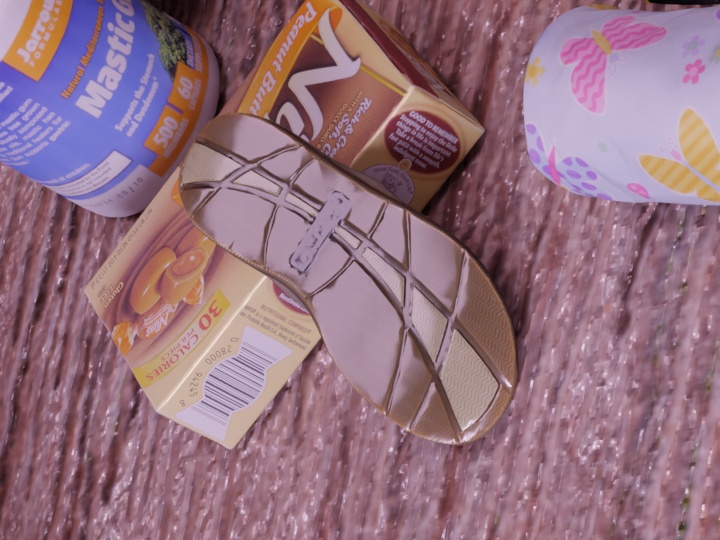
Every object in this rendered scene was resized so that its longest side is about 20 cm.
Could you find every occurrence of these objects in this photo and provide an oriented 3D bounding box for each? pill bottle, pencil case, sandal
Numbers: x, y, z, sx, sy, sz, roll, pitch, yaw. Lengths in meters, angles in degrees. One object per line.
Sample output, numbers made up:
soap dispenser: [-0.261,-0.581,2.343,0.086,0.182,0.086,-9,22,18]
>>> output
pill bottle: [-0.178,-0.116,1.536,0.112,0.200,0.112,-28,48,35]
pencil case: [0.157,-0.072,1.218,0.200,0.083,0.091,1,48,49]
sandal: [0.000,0.000,1.346,0.200,0.054,0.080,40,96,26]

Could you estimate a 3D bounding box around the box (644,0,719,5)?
box: [0.141,-0.237,1.254,0.049,0.160,0.200,8,61,52]

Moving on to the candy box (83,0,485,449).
candy box: [-0.040,-0.028,1.437,0.200,0.055,0.116,-51,39,11]
